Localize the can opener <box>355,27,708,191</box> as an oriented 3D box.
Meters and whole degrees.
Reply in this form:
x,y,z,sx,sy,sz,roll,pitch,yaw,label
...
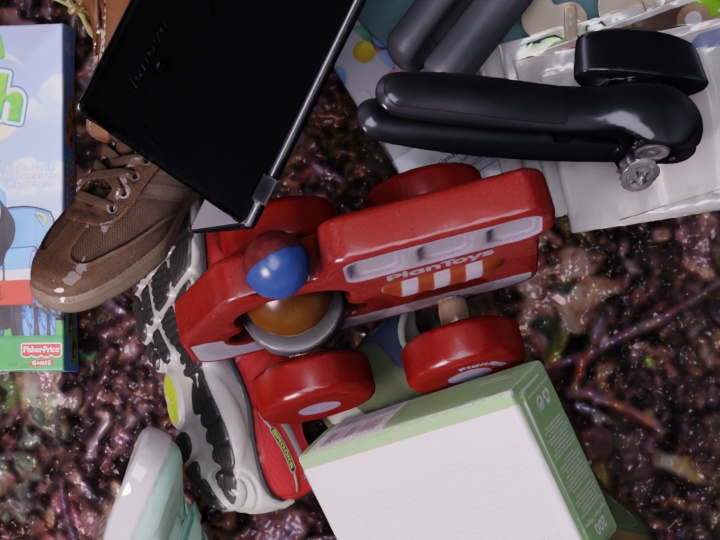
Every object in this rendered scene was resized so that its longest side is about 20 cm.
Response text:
x,y,z,sx,sy,sz,roll,pitch,yaw,label
0.093,-0.081,1.172,0.199,0.064,0.079,-4,59,-19,can opener

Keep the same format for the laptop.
x,y,z,sx,sy,sz,roll,pitch,yaw,label
-0.068,-0.129,1.121,0.115,0.200,0.188,28,82,-14,laptop

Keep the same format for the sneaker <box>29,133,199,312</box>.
x,y,z,sx,sy,sz,roll,pitch,yaw,label
-0.119,-0.065,1.224,0.070,0.076,0.200,17,53,38,sneaker

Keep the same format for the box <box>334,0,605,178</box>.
x,y,z,sx,sy,sz,roll,pitch,yaw,label
0.057,-0.145,1.265,0.155,0.041,0.201,-31,83,4,box

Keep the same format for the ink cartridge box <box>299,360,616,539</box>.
x,y,z,sx,sy,sz,roll,pitch,yaw,label
0.070,0.162,1.191,0.145,0.048,0.201,-20,100,33,ink cartridge box

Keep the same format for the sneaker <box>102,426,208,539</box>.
x,y,z,sx,sy,sz,roll,pitch,yaw,label
-0.079,0.169,1.217,0.117,0.074,0.201,11,132,6,sneaker

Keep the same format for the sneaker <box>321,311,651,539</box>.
x,y,z,sx,sy,sz,roll,pitch,yaw,label
0.082,0.087,1.238,0.199,0.067,0.090,26,96,10,sneaker

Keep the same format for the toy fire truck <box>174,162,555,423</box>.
x,y,z,sx,sy,sz,roll,pitch,yaw,label
0.000,0.000,1.149,0.199,0.168,0.113,-13,74,0,toy fire truck

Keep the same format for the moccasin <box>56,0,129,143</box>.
x,y,z,sx,sy,sz,roll,pitch,yaw,label
-0.140,-0.173,1.273,0.077,0.074,0.203,3,87,10,moccasin

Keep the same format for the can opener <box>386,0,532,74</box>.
x,y,z,sx,sy,sz,roll,pitch,yaw,label
0.086,-0.188,1.182,0.053,0.067,0.200,35,82,22,can opener

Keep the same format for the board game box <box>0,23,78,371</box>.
x,y,z,sx,sy,sz,roll,pitch,yaw,label
-0.241,-0.041,1.299,0.150,0.037,0.202,-1,87,7,board game box

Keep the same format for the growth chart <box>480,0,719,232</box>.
x,y,z,sx,sy,sz,roll,pitch,yaw,label
0.164,-0.090,1.225,0.198,0.018,0.146,-5,102,-2,growth chart

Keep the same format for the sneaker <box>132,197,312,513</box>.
x,y,z,sx,sy,sz,roll,pitch,yaw,label
-0.072,0.043,1.264,0.084,0.077,0.201,-2,68,-34,sneaker

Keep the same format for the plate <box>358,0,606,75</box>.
x,y,z,sx,sy,sz,roll,pitch,yaw,label
0.072,-0.207,1.234,0.199,0.026,0.202,0,87,5,plate
